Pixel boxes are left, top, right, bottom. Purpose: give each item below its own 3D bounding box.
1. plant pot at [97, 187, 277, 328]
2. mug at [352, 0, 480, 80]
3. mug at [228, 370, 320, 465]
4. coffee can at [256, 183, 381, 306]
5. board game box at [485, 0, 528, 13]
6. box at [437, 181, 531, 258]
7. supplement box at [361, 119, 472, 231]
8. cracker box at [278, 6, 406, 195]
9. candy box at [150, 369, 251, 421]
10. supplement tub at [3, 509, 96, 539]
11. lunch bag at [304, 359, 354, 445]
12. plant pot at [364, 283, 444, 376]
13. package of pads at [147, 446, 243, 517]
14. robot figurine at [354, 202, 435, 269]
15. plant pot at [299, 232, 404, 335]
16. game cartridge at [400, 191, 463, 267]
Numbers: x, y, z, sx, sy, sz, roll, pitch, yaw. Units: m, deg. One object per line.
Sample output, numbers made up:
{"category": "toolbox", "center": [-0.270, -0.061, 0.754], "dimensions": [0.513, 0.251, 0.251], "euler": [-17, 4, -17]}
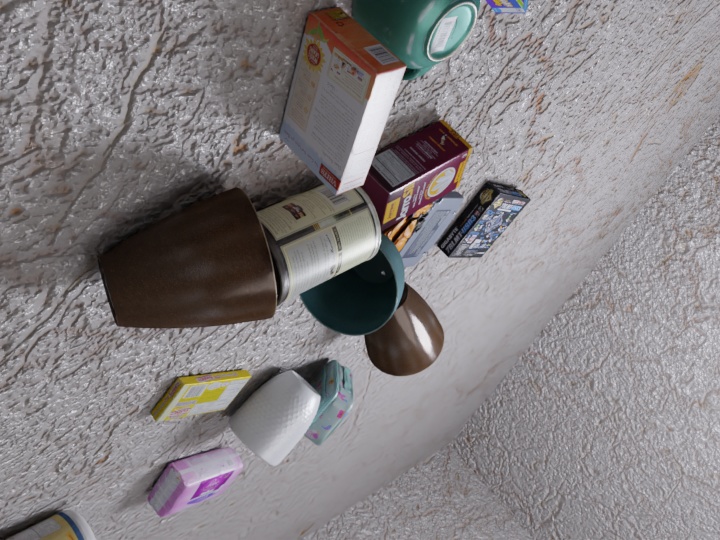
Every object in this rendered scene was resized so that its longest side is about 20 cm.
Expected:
{"category": "plant pot", "center": [-0.238, 0.002, 1.001], "dimensions": [0.199, 0.187, 0.187], "euler": [-16, 148, -21]}
{"category": "mug", "center": [0.087, -0.337, 0.986], "dimensions": [0.152, 0.114, 0.185], "euler": [-45, 157, 4]}
{"category": "mug", "center": [-0.182, 0.313, 1.673], "dimensions": [0.175, 0.148, 0.200], "euler": [-48, -174, -4]}
{"category": "coffee can", "center": [-0.088, -0.046, 1.165], "dimensions": [0.200, 0.146, 0.147], "euler": [-26, 152, -34]}
{"category": "board game box", "center": [0.186, -0.442, 0.928], "dimensions": [0.134, 0.045, 0.201], "euler": [7, 94, -61]}
{"category": "box", "center": [0.300, -0.117, 1.806], "dimensions": [0.199, 0.050, 0.200], "euler": [-54, 155, 22]}
{"category": "supplement box", "center": [0.090, -0.168, 1.322], "dimensions": [0.200, 0.086, 0.110], "euler": [-31, 155, -26]}
{"category": "cracker box", "center": [-0.030, -0.218, 0.979], "dimensions": [0.058, 0.134, 0.200], "euler": [-25, 152, -37]}
{"category": "candy box", "center": [-0.308, 0.242, 1.465], "dimensions": [0.102, 0.026, 0.200], "euler": [-48, 157, 19]}
{"category": "supplement tub", "center": [-0.596, 0.545, 1.366], "dimensions": [0.200, 0.145, 0.145], "euler": [-20, 148, -43]}
{"category": "lunch bag", "center": [-0.083, 0.304, 1.775], "dimensions": [0.161, 0.077, 0.200], "euler": [-51, -165, 12]}
{"category": "plant pot", "center": [0.080, 0.109, 1.689], "dimensions": [0.187, 0.187, 0.200], "euler": [-38, 143, -11]}
{"category": "package of pads", "center": [-0.373, 0.476, 1.701], "dimensions": [0.121, 0.076, 0.200], "euler": [-51, 156, 22]}
{"category": "robot figurine", "center": [0.061, -0.086, 1.455], "dimensions": [0.200, 0.058, 0.145], "euler": [-52, 156, 21]}
{"category": "plant pot", "center": [0.000, 0.000, 1.361], "dimensions": [0.200, 0.200, 0.135], "euler": [-57, 170, 31]}
{"category": "game cartridge", "center": [0.134, -0.088, 1.602], "dimensions": [0.133, 0.042, 0.200], "euler": [-13, 143, -57]}
